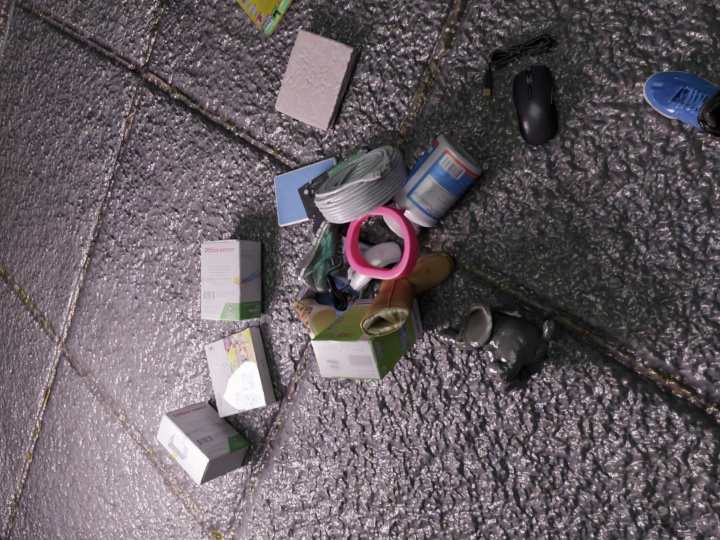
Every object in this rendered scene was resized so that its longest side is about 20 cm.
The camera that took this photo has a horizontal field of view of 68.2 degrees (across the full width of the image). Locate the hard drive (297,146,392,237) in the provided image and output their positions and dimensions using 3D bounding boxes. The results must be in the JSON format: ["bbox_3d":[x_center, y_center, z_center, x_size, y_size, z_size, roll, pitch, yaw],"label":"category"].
[{"bbox_3d":[-0.038,-0.170,1.207,0.199,0.038,0.141,-29,76,24],"label":"hard drive"}]

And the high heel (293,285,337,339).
[{"bbox_3d":[-0.106,0.126,1.199,0.143,0.071,0.202,120,143,-48],"label":"high heel"}]

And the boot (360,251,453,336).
[{"bbox_3d":[0.098,0.045,1.023,0.174,0.200,0.067,-29,100,19],"label":"boot"}]

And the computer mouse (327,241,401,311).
[{"bbox_3d":[0.000,0.000,1.156,0.199,0.044,0.110,-37,51,20],"label":"computer mouse"}]

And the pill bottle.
[{"bbox_3d":[0.136,-0.160,1.061,0.200,0.112,0.113,-48,66,24],"label":"pill bottle"}]

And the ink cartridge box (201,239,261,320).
[{"bbox_3d":[-0.336,0.024,1.382,0.144,0.087,0.203,-1,91,33],"label":"ink cartridge box"}]

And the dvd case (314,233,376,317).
[{"bbox_3d":[-0.045,0.017,1.237,0.142,0.017,0.202,20,102,33],"label":"dvd case"}]

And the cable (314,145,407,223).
[{"bbox_3d":[0.002,-0.175,1.068,0.199,0.201,0.070,-24,115,27],"label":"cable"}]

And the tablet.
[{"bbox_3d":[-0.131,-0.188,1.297,0.198,0.014,0.132,-10,85,34],"label":"tablet"}]

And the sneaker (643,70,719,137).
[{"bbox_3d":[0.520,-0.254,0.804,0.200,0.111,0.077,46,113,25],"label":"sneaker"}]

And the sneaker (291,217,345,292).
[{"bbox_3d":[-0.064,-0.040,1.157,0.091,0.078,0.201,31,93,7],"label":"sneaker"}]

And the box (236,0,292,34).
[{"bbox_3d":[-0.247,-0.700,1.357,0.117,0.048,0.201,-46,64,24],"label":"box"}]

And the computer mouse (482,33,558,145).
[{"bbox_3d":[0.292,-0.333,0.994,0.139,0.046,0.203,-2,89,32],"label":"computer mouse"}]

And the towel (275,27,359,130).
[{"bbox_3d":[-0.109,-0.456,1.273,0.190,0.032,0.202,31,107,29],"label":"towel"}]

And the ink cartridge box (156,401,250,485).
[{"bbox_3d":[-0.417,0.450,1.409,0.199,0.145,0.088,33,109,28],"label":"ink cartridge box"}]

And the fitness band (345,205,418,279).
[{"bbox_3d":[0.038,-0.056,1.059,0.199,0.037,0.146,10,100,50],"label":"fitness band"}]

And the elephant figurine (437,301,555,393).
[{"bbox_3d":[0.242,0.115,0.989,0.155,0.142,0.200,-38,50,-2],"label":"elephant figurine"}]

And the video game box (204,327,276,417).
[{"bbox_3d":[-0.320,0.270,1.405,0.181,0.047,0.202,-21,79,34],"label":"video game box"}]

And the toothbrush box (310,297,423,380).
[{"bbox_3d":[0.019,0.133,1.077,0.144,0.200,0.087,-5,110,33],"label":"toothbrush box"}]
